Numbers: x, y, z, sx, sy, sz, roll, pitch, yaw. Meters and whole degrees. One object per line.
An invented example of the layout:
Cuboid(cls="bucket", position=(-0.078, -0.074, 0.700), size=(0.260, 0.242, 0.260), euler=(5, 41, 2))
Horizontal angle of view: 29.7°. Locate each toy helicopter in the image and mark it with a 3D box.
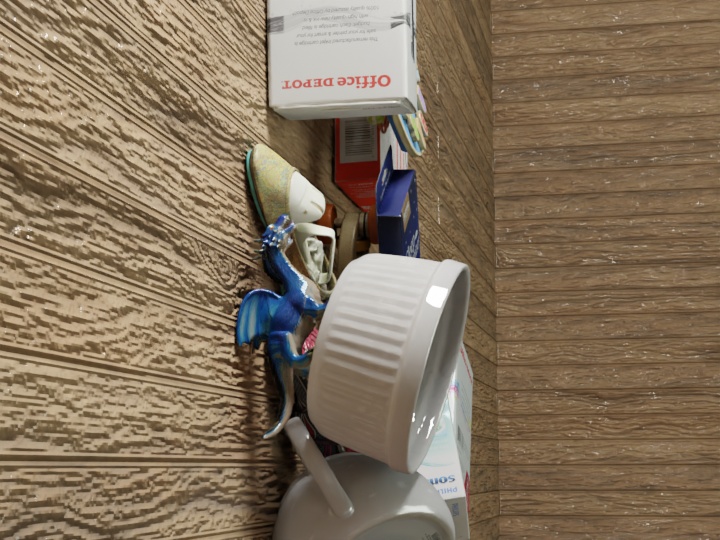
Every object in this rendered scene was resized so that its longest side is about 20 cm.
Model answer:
Cuboid(cls="toy helicopter", position=(0.000, 0.000, 1.616), size=(0.200, 0.078, 0.133), euler=(47, 44, -77))

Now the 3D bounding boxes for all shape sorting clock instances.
Cuboid(cls="shape sorting clock", position=(0.045, -0.230, 1.556), size=(0.200, 0.039, 0.201), euler=(-16, 90, -75))

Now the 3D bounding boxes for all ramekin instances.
Cuboid(cls="ramekin", position=(0.026, 0.078, 1.258), size=(0.200, 0.105, 0.201), euler=(15, 90, -77))

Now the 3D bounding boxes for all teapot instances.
Cuboid(cls="teapot", position=(-0.014, 0.250, 1.340), size=(0.146, 0.197, 0.201), euler=(51, -57, 43))

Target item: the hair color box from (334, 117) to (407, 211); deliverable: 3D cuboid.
Cuboid(cls="hair color box", position=(0.016, -0.145, 1.743), size=(0.200, 0.064, 0.112), euler=(39, 49, -73))

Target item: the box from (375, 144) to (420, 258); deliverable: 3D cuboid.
Cuboid(cls="box", position=(0.044, -0.030, 1.549), size=(0.121, 0.032, 0.201), euler=(-71, 159, -59))

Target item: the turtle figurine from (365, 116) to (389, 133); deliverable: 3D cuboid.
Cuboid(cls="turtle figurine", position=(-0.025, -0.256, 1.560), size=(0.161, 0.064, 0.201), euler=(12, 63, -74))

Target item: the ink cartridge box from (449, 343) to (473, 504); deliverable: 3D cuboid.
Cuboid(cls="ink cartridge box", position=(0.062, 0.192, 1.710), size=(0.145, 0.144, 0.201), euler=(68, 24, -58))

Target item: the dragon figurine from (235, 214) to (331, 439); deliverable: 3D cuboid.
Cuboid(cls="dragon figurine", position=(-0.079, 0.052, 1.254), size=(0.059, 0.099, 0.201), euler=(50, 58, -74))

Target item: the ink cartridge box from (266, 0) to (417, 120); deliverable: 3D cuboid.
Cuboid(cls="ink cartridge box", position=(-0.018, -0.259, 1.390), size=(0.084, 0.144, 0.201), euler=(23, 66, -78))

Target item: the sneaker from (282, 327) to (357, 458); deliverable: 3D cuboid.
Cuboid(cls="sneaker", position=(-0.050, 0.136, 1.371), size=(0.081, 0.074, 0.201), euler=(-91, 160, -59))

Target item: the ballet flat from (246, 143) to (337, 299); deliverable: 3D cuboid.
Cuboid(cls="ballet flat", position=(-0.061, -0.046, 1.344), size=(0.071, 0.070, 0.201), euler=(-79, 163, -46))

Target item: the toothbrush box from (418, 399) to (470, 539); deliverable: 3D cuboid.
Cuboid(cls="toothbrush box", position=(0.066, 0.196, 1.535), size=(0.147, 0.085, 0.201), euler=(79, 1, -61))
